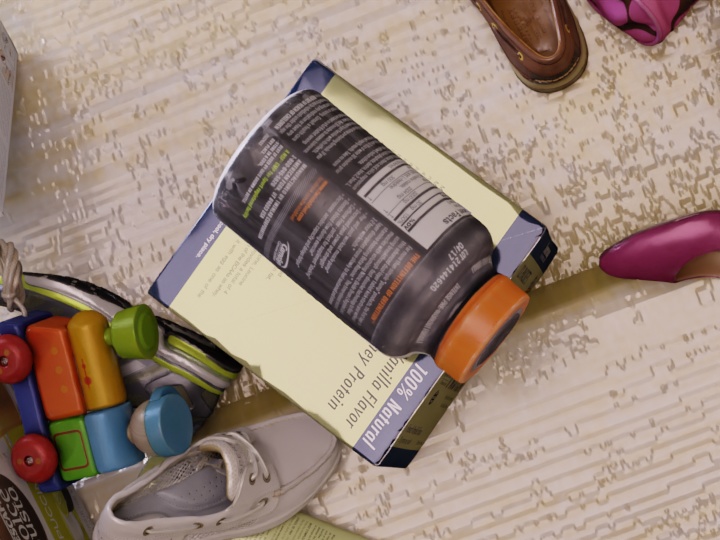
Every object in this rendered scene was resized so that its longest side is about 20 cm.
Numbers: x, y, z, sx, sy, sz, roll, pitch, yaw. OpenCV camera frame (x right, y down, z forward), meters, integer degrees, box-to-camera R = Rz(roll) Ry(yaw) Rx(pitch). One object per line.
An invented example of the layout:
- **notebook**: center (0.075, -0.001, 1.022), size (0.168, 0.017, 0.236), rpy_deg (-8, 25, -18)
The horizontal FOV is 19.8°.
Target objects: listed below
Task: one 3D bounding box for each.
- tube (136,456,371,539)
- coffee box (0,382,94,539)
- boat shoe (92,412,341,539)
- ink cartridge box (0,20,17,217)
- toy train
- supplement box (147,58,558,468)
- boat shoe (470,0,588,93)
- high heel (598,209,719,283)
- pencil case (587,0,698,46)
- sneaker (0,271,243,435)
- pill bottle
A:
- **tube**: center (-0.069, 0.194, 1.471), size (0.199, 0.052, 0.058), rpy_deg (25, 111, 9)
- **coffee box**: center (-0.323, 0.182, 1.431), size (0.199, 0.198, 0.200), rpy_deg (-31, 81, 8)
- **boat shoe**: center (-0.092, 0.145, 1.426), size (0.199, 0.069, 0.071), rpy_deg (-28, 63, -28)
- **ink cartridge box**: center (-0.344, -0.107, 1.472), size (0.175, 0.084, 0.201), rpy_deg (-15, 40, 8)
- **toy train**: center (-0.191, 0.044, 1.413), size (0.115, 0.085, 0.201), rpy_deg (-12, 95, 22)
- **supplement box**: center (0.000, 0.000, 1.433), size (0.199, 0.134, 0.200), rpy_deg (36, 91, 11)
- **boat shoe**: center (0.101, -0.223, 1.472), size (0.072, 0.068, 0.201), rpy_deg (-29, 81, 5)
- **high heel**: center (0.268, 0.008, 1.420), size (0.199, 0.067, 0.097), rpy_deg (-10, 72, 5)
- **pencil case**: center (0.238, -0.255, 1.440), size (0.091, 0.094, 0.200), rpy_deg (40, 92, 13)
- **sneaker**: center (-0.188, 0.059, 1.492), size (0.199, 0.074, 0.081), rpy_deg (25, 92, 12)
- **pill bottle**: center (0.011, -0.016, 1.310), size (0.200, 0.106, 0.106), rpy_deg (39, 92, 11)
